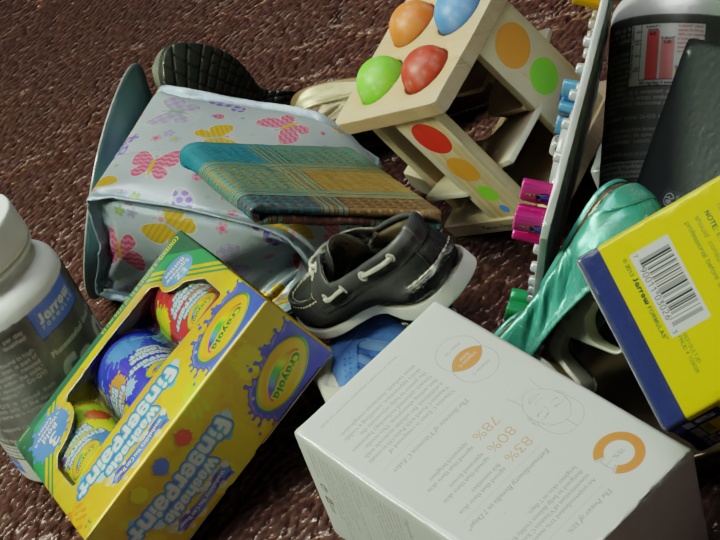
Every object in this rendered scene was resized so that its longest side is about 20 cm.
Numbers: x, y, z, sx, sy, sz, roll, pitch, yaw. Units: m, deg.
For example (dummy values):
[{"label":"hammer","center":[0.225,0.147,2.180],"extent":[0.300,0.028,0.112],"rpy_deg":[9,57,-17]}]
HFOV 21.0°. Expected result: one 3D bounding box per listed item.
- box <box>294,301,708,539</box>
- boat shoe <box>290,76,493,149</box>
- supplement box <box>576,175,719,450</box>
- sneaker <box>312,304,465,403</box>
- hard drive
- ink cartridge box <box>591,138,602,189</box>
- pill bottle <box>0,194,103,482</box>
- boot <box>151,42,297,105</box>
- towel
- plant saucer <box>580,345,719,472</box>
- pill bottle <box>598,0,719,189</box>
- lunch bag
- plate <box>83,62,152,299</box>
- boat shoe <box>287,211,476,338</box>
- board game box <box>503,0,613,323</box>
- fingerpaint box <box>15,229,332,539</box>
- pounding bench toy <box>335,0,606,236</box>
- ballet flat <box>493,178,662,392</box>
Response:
[{"label":"box","center":[0.080,0.126,1.100],"extent":[0.124,0.098,0.199],"rpy_deg":[-41,47,-21]},{"label":"boat shoe","center":[0.038,-0.129,1.629],"extent":[0.198,0.072,0.073],"rpy_deg":[-10,63,11]},{"label":"supplement box","center":[0.236,0.000,1.052],"extent":[0.199,0.109,0.110],"rpy_deg":[-31,70,13]},{"label":"sneaker","center":[0.037,0.074,1.286],"extent":[0.111,0.077,0.200],"rpy_deg":[-39,23,1]},{"label":"hard drive","center":[0.220,-0.035,1.176],"extent":[0.139,0.033,0.202],"rpy_deg":[21,92,53]},{"label":"ink cartridge box","center":[0.268,-0.130,1.435],"extent":[0.159,0.047,0.201],"rpy_deg":[-11,36,30]},{"label":"pill bottle","center":[-0.254,0.050,1.448],"extent":[0.113,0.201,0.114],"rpy_deg":[-21,30,13]},{"label":"boot","center":[-0.139,-0.142,1.695],"extent":[0.130,0.199,0.068],"rpy_deg":[2,78,40]},{"label":"towel","center":[-0.041,-0.061,1.396],"extent":[0.145,0.022,0.200],"rpy_deg":[1,16,-20]},{"label":"plant saucer","center":[0.209,0.060,1.211],"extent":[0.198,0.030,0.201],"rpy_deg":[-22,29,13]},{"label":"pill bottle","center":[0.221,-0.124,1.299],"extent":[0.115,0.115,0.202],"rpy_deg":[1,84,41]},{"label":"lunch bag","center":[-0.095,-0.045,1.535],"extent":[0.198,0.128,0.170],"rpy_deg":[8,39,12]},{"label":"plate","center":[-0.195,-0.073,1.629],"extent":[0.025,0.202,0.201],"rpy_deg":[11,37,2]},{"label":"boat shoe","center":[0.000,0.000,1.296],"extent":[0.074,0.060,0.200],"rpy_deg":[-54,20,-20]},{"label":"board game box","center":[0.129,-0.075,1.274],"extent":[0.026,0.200,0.202],"rpy_deg":[14,69,7]},{"label":"fingerpaint box","center":[-0.135,0.090,1.354],"extent":[0.201,0.073,0.167],"rpy_deg":[-52,32,-1]},{"label":"pounding bench toy","center":[0.061,-0.123,1.458],"extent":[0.199,0.156,0.125],"rpy_deg":[-7,48,55]},{"label":"ballet flat","center":[0.127,0.038,1.186],"extent":[0.071,0.067,0.201],"rpy_deg":[51,124,29]}]
